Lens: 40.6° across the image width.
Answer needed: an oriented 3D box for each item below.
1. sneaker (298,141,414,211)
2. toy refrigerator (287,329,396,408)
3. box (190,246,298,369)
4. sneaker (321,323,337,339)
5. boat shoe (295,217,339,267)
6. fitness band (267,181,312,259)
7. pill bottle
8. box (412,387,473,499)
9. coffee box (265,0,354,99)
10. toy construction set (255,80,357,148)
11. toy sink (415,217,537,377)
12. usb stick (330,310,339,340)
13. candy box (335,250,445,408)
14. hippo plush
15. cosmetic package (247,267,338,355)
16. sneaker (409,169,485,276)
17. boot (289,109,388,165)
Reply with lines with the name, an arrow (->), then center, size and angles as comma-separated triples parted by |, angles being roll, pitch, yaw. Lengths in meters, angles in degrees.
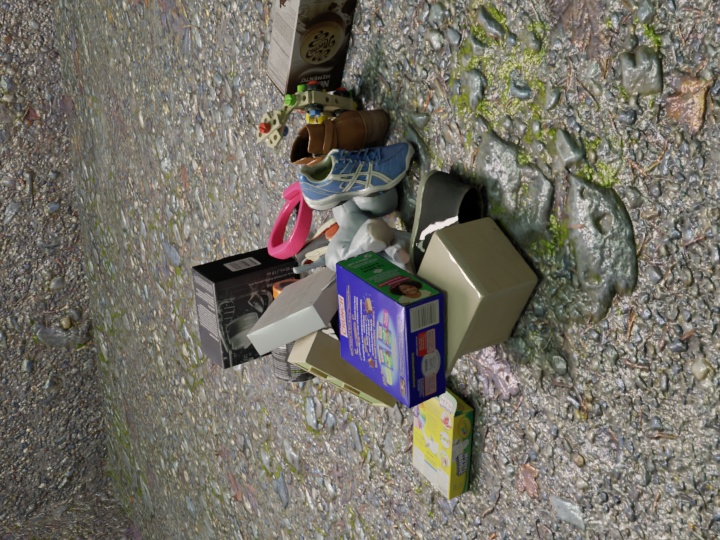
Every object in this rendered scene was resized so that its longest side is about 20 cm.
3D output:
sneaker -> -0.008, -0.161, 1.568 | 0.077, 0.199, 0.076 | 58, -167, -46
toy refrigerator -> -0.025, 0.180, 1.750 | 0.076, 0.199, 0.070 | -6, 57, 60
box -> -0.240, 0.076, 2.075 | 0.124, 0.199, 0.198 | 29, 128, 51
sneaker -> -0.031, 0.137, 1.875 | 0.200, 0.076, 0.081 | -5, 109, 63
boat shoe -> -0.065, -0.040, 1.849 | 0.200, 0.071, 0.063 | -39, 73, 55
fitness band -> -0.134, -0.098, 1.898 | 0.200, 0.037, 0.145 | 159, 127, -67
pill bottle -> -0.137, 0.122, 2.014 | 0.106, 0.106, 0.201 | 26, 126, 54
box -> 0.139, 0.275, 1.663 | 0.117, 0.048, 0.201 | 37, 137, 48
coffee box -> -0.085, -0.402, 1.656 | 0.080, 0.112, 0.201 | 52, 145, 34
toy construction set -> -0.084, -0.267, 1.658 | 0.131, 0.199, 0.093 | -9, 96, 46
toy sink -> 0.159, 0.042, 1.442 | 0.131, 0.111, 0.201 | 56, 146, 32
usb stick -> -0.034, 0.081, 1.802 | 0.200, 0.055, 0.033 | -119, 23, -67
candy box -> 0.043, 0.085, 1.475 | 0.200, 0.077, 0.170 | 31, 131, 51
hippo plush -> 0.012, -0.066, 1.647 | 0.199, 0.159, 0.162 | -24, 51, 32
cosmetic package -> -0.102, 0.064, 1.777 | 0.150, 0.200, 0.052 | -27, 104, 27
sneaker -> 0.132, -0.044, 1.482 | 0.106, 0.074, 0.201 | 31, 129, 55
boot -> -0.046, -0.188, 1.646 | 0.077, 0.154, 0.200 | 62, 149, 21
